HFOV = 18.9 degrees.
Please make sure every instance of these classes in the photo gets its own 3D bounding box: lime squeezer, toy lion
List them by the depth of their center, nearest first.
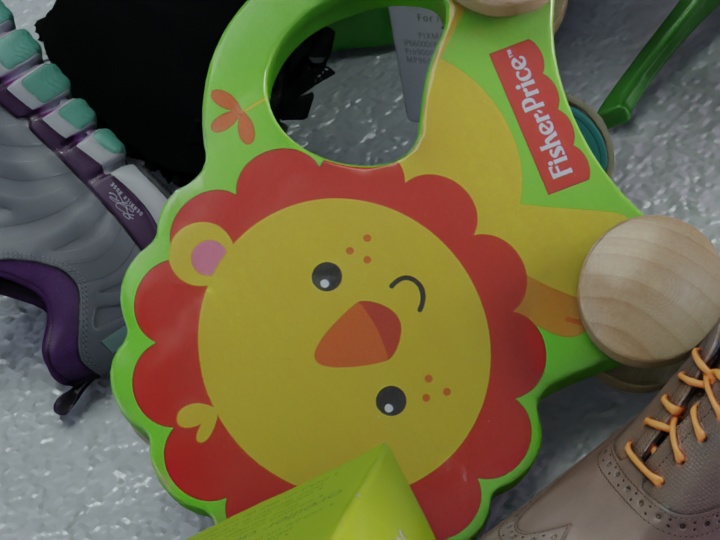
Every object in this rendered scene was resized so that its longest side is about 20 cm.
[{"bbox_3d":[0.006,-0.007,0.698,0.192,0.069,0.200,-20,78,-3],"label":"toy lion"},{"bbox_3d":[0.137,-0.133,0.874,0.071,0.038,0.200,-35,30,36],"label":"lime squeezer"}]

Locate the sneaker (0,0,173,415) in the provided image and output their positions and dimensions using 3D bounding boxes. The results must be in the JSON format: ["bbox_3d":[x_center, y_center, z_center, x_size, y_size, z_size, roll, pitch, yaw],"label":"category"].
[{"bbox_3d":[-0.144,-0.042,0.797,0.088,0.074,0.200,-41,78,-12],"label":"sneaker"}]

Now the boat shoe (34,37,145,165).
[{"bbox_3d":[-0.172,-0.038,0.857,0.200,0.074,0.067,-29,41,-10],"label":"boat shoe"}]

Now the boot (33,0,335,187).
[{"bbox_3d":[-0.087,-0.129,0.795,0.198,0.162,0.073,36,52,5],"label":"boot"}]

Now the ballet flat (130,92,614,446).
[{"bbox_3d":[0.000,0.000,0.763,0.200,0.069,0.069,-30,41,-14],"label":"ballet flat"}]

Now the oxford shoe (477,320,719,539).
[{"bbox_3d":[0.099,0.052,0.646,0.200,0.073,0.071,-31,41,-12],"label":"oxford shoe"}]

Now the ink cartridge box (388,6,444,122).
[{"bbox_3d":[0.044,-0.178,0.812,0.057,0.200,0.163,6,40,16],"label":"ink cartridge box"}]

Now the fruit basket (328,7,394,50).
[{"bbox_3d":[-0.072,-0.188,0.883,0.216,0.216,0.156,0,45,23],"label":"fruit basket"}]

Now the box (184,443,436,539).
[{"bbox_3d":[-0.050,0.114,0.569,0.122,0.048,0.200,-27,5,14],"label":"box"}]
